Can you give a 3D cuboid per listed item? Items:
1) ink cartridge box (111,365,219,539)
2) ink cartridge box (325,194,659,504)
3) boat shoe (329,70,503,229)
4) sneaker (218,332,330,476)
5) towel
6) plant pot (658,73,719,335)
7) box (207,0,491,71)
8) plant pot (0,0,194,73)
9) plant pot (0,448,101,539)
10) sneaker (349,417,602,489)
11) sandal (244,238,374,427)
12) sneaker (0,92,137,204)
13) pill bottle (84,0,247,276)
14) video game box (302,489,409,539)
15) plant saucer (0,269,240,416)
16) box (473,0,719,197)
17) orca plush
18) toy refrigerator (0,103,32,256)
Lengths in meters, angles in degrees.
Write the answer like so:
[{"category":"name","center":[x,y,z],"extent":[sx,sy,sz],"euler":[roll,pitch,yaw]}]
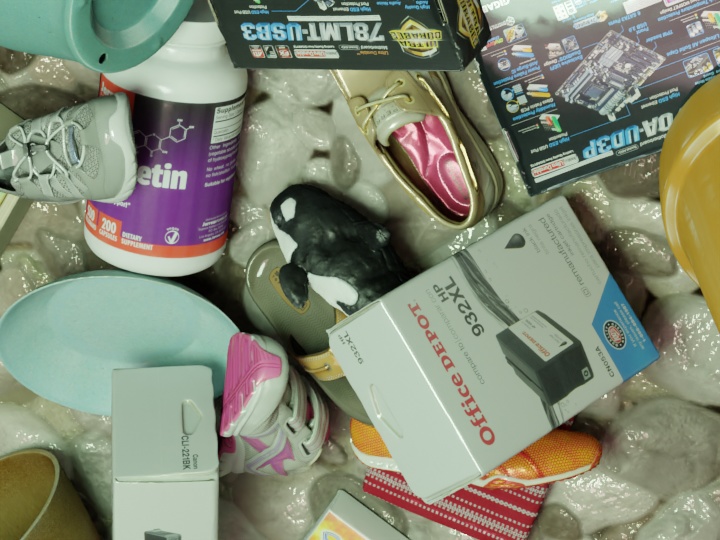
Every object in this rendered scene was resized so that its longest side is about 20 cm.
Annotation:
[{"category":"ink cartridge box","center":[-0.156,0.195,1.682],"extent":[0.083,0.145,0.201],"euler":[0,124,-7]},{"category":"ink cartridge box","center":[0.098,0.055,1.535],"extent":[0.146,0.199,0.084],"euler":[59,144,3]},{"category":"boat shoe","center":[0.034,-0.116,1.580],"extent":[0.074,0.069,0.200],"euler":[-37,97,25]},{"category":"sneaker","center":[-0.065,0.107,1.660],"extent":[0.088,0.200,0.082],"euler":[6,68,-4]},{"category":"towel","center":[0.093,0.116,1.677],"extent":[0.144,0.022,0.201],"euler":[22,115,7]},{"category":"plant pot","center":[0.305,-0.019,1.449],"extent":[0.199,0.184,0.201],"euler":[4,127,5]},{"category":"box","center":[-0.031,-0.225,1.392],"extent":[0.199,0.050,0.199],"euler":[5,131,37]},{"category":"plant pot","center":[-0.217,-0.240,1.502],"extent":[0.187,0.200,0.201],"euler":[32,118,28]},{"category":"plant pot","center":[-0.274,0.286,1.776],"extent":[0.185,0.187,0.201],"euler":[-23,117,22]},{"category":"sneaker","center":[0.088,0.123,1.632],"extent":[0.198,0.073,0.078],"euler":[6,103,10]},{"category":"sandal","center":[-0.022,0.047,1.630],"extent":[0.082,0.055,0.200],"euler":[-48,68,11]},{"category":"sneaker","center":[-0.222,-0.080,1.551],"extent":[0.200,0.082,0.075],"euler":[-21,75,59]},{"category":"pill bottle","center":[-0.147,-0.105,1.612],"extent":[0.112,0.113,0.201],"euler":[13,113,11]},{"category":"video game box","center":[0.011,0.310,1.762],"extent":[0.199,0.047,0.183],"euler":[36,113,0]},{"category":"plant saucer","center":[-0.189,0.049,1.689],"extent":[0.199,0.039,0.202],"euler":[1,143,1]},{"category":"box","center":[0.184,-0.160,1.533],"extent":[0.199,0.046,0.160],"euler":[-20,104,22]},{"category":"orca plush","center":[0.000,0.000,1.590],"extent":[0.201,0.105,0.071],"euler":[65,149,32]},{"category":"toy refrigerator","center":[-0.327,-0.033,1.715],"extent":[0.076,0.070,0.200],"euler":[35,116,0]}]
